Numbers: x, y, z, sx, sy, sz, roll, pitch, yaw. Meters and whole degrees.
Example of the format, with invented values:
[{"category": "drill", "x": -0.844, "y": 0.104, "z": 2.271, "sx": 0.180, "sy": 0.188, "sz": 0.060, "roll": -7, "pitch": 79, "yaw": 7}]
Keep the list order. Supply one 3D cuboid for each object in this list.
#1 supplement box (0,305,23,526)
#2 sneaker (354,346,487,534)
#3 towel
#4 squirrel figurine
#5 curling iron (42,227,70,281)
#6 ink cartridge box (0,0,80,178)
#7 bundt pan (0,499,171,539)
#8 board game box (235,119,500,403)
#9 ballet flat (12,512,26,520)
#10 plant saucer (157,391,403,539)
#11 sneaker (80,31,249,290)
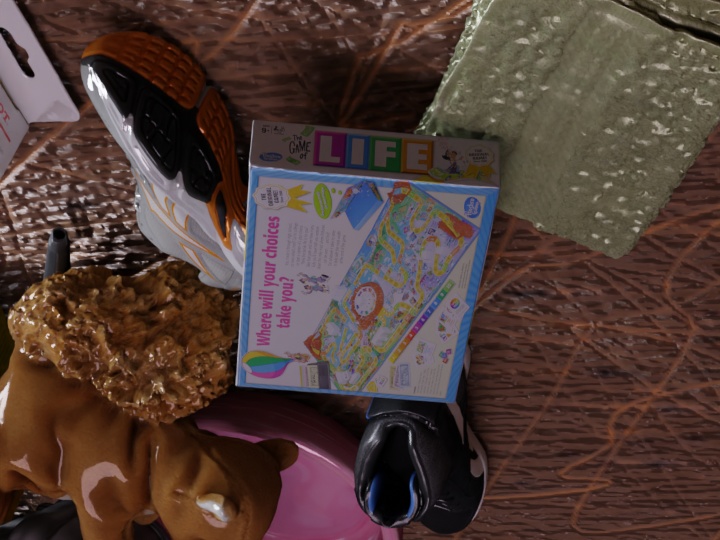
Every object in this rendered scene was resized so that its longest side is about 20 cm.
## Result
[{"category": "supplement box", "x": -0.303, "y": 0.089, "z": 1.382, "sx": 0.108, "sy": 0.109, "sz": 0.201, "roll": 7, "pitch": 139, "yaw": 16}, {"category": "sneaker", "x": 0.032, "y": 0.133, "z": 1.282, "sx": 0.072, "sy": 0.112, "sz": 0.201, "roll": 8, "pitch": 139, "yaw": 16}, {"category": "towel", "x": 0.114, "y": -0.091, "z": 1.049, "sx": 0.147, "sy": 0.037, "sz": 0.201, "roll": 21, "pitch": 140, "yaw": -1}, {"category": "squirrel figurine", "x": -0.134, "y": 0.095, "z": 1.254, "sx": 0.185, "sy": 0.141, "sz": 0.202, "roll": 20, "pitch": 114, "yaw": 24}, {"category": "curling iron", "x": -0.199, "y": 0.040, "z": 1.342, "sx": 0.050, "sy": 0.025, "sz": 0.201, "roll": 47, "pitch": 147, "yaw": 29}, {"category": "ink cartridge box", "x": -0.279, "y": -0.103, "z": 1.184, "sx": 0.198, "sy": 0.068, "sz": 0.117, "roll": -3, "pitch": 135, "yaw": 27}, {"category": "bundt pan", "x": -0.200, "y": 0.252, "z": 1.343, "sx": 0.201, "sy": 0.075, "sz": 0.204, "roll": 3, "pitch": 95, "yaw": 37}, {"category": "board game box", "x": 0.000, "y": 0.000, "z": 1.124, "sx": 0.133, "sy": 0.034, "sz": 0.201, "roll": 5, "pitch": 142, "yaw": -3}, {"category": "ballet flat", "x": -0.307, "y": 0.167, "z": 1.530, "sx": 0.200, "sy": 0.047, "sz": 0.067, "roll": 38, "pitch": 156, "yaw": -24}, {"category": "plant saucer", "x": -0.063, "y": 0.151, "z": 1.394, "sx": 0.199, "sy": 0.051, "sz": 0.201, "roll": 13, "pitch": 139, "yaw": 11}, {"category": "sneaker", "x": -0.111, "y": -0.052, "z": 1.167, "sx": 0.091, "sy": 0.076, "sz": 0.200, "roll": -10, "pitch": 131, "yaw": 38}]
